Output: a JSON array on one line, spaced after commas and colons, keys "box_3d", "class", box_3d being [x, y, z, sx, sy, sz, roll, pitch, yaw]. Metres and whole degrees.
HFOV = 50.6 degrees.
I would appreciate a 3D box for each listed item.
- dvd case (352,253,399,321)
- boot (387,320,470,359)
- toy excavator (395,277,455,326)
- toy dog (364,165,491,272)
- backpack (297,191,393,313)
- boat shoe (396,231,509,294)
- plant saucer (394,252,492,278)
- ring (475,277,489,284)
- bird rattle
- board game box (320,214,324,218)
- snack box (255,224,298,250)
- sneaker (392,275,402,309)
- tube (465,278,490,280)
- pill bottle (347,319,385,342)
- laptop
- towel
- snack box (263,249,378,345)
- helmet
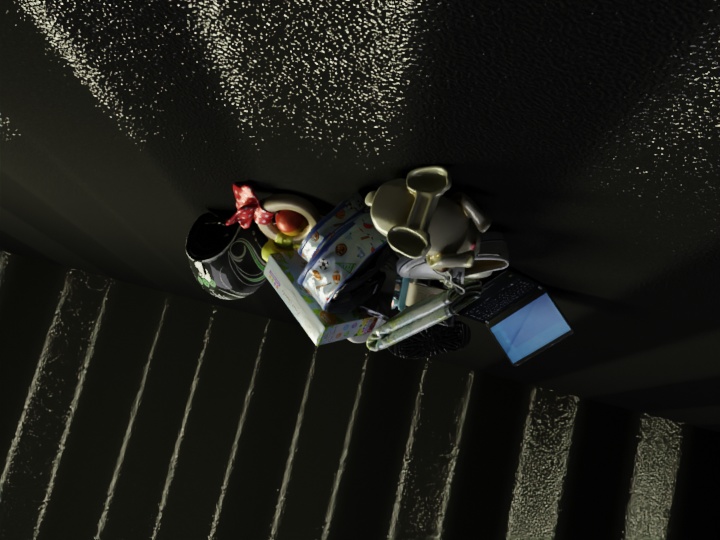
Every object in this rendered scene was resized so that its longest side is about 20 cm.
[{"box_3d": [0.000, 0.000, 1.468, 0.146, 0.202, 0.016, 22, 129, -7], "class": "dvd case"}, {"box_3d": [0.121, 0.129, 1.664, 0.207, 0.081, 0.157, 2, -166, -26], "class": "boot"}, {"box_3d": [0.113, 0.047, 1.642, 0.190, 0.102, 0.200, 10, -177, -3], "class": "toy excavator"}, {"box_3d": [0.114, -0.062, 1.215, 0.191, 0.142, 0.199, 5, 167, 40], "class": "toy dog"}, {"box_3d": [-0.023, -0.028, 1.332, 0.153, 0.191, 0.201, 37, 141, 7], "class": "backpack"}, {"box_3d": [0.165, -0.001, 1.332, 0.198, 0.087, 0.075, -11, 149, 0], "class": "boat shoe"}, {"box_3d": [0.162, -0.038, 1.473, 0.196, 0.051, 0.200, 13, 167, 3], "class": "plant saucer"}, {"box_3d": [0.203, 0.034, 1.690, 0.197, 0.019, 0.202, 13, 146, 9], "class": "ring"}, {"box_3d": [-0.158, -0.104, 1.497, 0.160, 0.114, 0.201, -15, 129, 23], "class": "bird rattle"}, {"box_3d": [-0.061, -0.067, 1.650, 0.132, 0.035, 0.200, 18, 168, -18], "class": "board game box"}, {"box_3d": [-0.151, -0.052, 1.655, 0.199, 0.024, 0.072, 32, 170, 44], "class": "snack box"}, {"box_3d": [0.078, 0.042, 1.831, 0.197, 0.097, 0.079, 18, 167, -16], "class": "sneaker"}, {"box_3d": [0.240, 0.031, 1.728, 0.197, 0.053, 0.058, 5, -152, 27], "class": "tube"}, {"box_3d": [-0.034, 0.060, 1.687, 0.111, 0.113, 0.200, 26, -165, -44], "class": "pill bottle"}, {"box_3d": [0.324, 0.106, 1.646, 0.198, 0.105, 0.177, 20, 135, -37], "class": "laptop"}, {"box_3d": [0.121, 0.079, 1.433, 0.198, 0.049, 0.170, -29, 176, 31], "class": "towel"}, {"box_3d": [-0.075, 0.043, 1.438, 0.141, 0.053, 0.200, -10, -132, -41], "class": "snack box"}, {"box_3d": [-0.293, -0.032, 1.756, 0.197, 0.202, 0.191, 7, 150, 31], "class": "helmet"}]
